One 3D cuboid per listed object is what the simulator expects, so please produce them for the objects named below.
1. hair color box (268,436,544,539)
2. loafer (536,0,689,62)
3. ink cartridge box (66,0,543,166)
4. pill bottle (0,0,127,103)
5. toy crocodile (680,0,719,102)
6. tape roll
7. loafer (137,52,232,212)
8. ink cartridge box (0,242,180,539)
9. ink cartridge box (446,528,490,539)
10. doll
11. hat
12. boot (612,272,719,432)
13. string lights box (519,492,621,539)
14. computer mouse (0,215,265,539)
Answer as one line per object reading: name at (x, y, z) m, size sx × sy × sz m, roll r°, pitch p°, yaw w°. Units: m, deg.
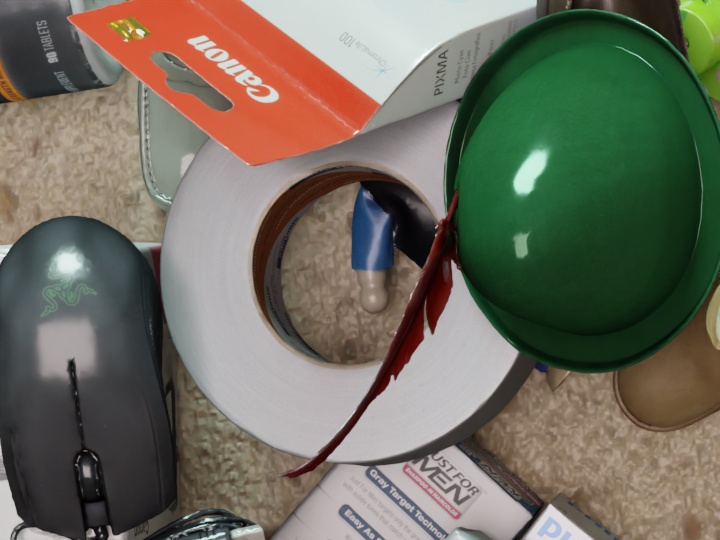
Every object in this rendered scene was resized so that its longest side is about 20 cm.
hair color box at (-0.003, 0.169, 1.545) m, size 0.100 × 0.061 × 0.200 m, roll 42°, pitch 99°, yaw 7°
loafer at (0.141, -0.082, 1.438) m, size 0.073 × 0.071 × 0.201 m, roll -21°, pitch 120°, yaw -13°
ink cartridge box at (-0.023, -0.133, 1.450) m, size 0.160 × 0.199 × 0.047 m, roll 39°, pitch 135°, yaw 36°
pill bottle at (-0.233, -0.137, 1.557) m, size 0.199 × 0.106 × 0.107 m, roll -8°, pitch 90°, yaw 12°
toy crocodile at (0.152, -0.146, 1.502) m, size 0.200 × 0.067 × 0.062 m, roll 44°, pitch 133°, yaw 6°
tape roll at (0.000, 0.000, 1.484) m, size 0.199 × 0.066 × 0.202 m, roll -1°, pitch 84°, yaw 12°
loafer at (-0.089, -0.129, 1.546) m, size 0.070 × 0.070 × 0.201 m, roll 5°, pitch 93°, yaw 11°
ink cartridge box at (-0.148, 0.087, 1.527) m, size 0.084 × 0.146 × 0.201 m, roll 1°, pitch 92°, yaw 8°
ink cartridge box at (0.077, 0.255, 1.456) m, size 0.200 × 0.047 × 0.160 m, roll 40°, pitch 98°, yaw 18°
doll at (0.051, -0.026, 1.533) m, size 0.200 × 0.048 × 0.136 m, roll 45°, pitch 98°, yaw 6°
hat at (0.059, -0.025, 1.324) m, size 0.165 × 0.176 × 0.201 m, roll -18°, pitch 80°, yaw 38°
boot at (0.189, 0.022, 1.430) m, size 0.175 × 0.200 × 0.066 m, roll -42°, pitch 85°, yaw 10°
string lights box at (0.083, 0.229, 1.530) m, size 0.103 × 0.059 × 0.200 m, roll 38°, pitch 98°, yaw 8°
computer mouse at (-0.130, 0.072, 1.426) m, size 0.138 × 0.053 × 0.201 m, roll -12°, pitch 92°, yaw 1°
